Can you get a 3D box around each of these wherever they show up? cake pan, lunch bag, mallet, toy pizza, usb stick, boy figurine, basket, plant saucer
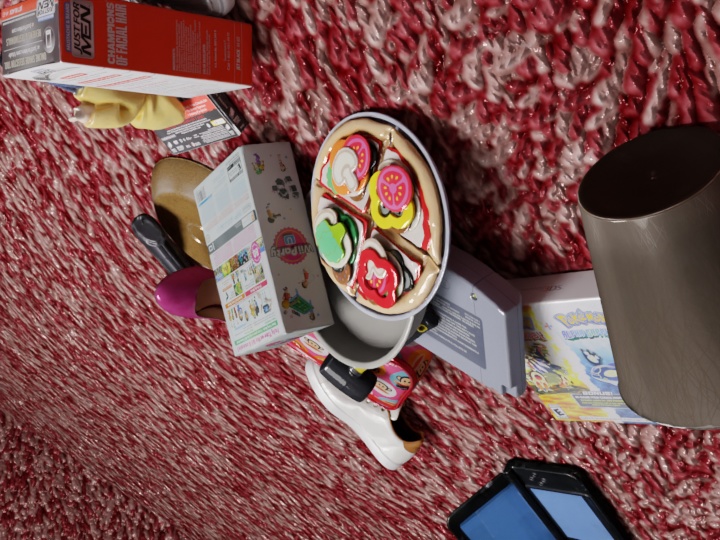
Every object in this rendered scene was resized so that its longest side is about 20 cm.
[{"bbox_3d":[0.000,0.000,0.978,0.199,0.036,0.203,15,110,47],"label":"cake pan"},{"bbox_3d":[-0.012,0.087,1.176,0.199,0.082,0.177,33,155,5],"label":"lunch bag"},{"bbox_3d":[0.031,0.096,1.036,0.066,0.041,0.199,43,141,-15],"label":"mallet"},{"bbox_3d":[0.008,-0.049,0.898,0.199,0.031,0.203,19,115,46],"label":"toy pizza"},{"bbox_3d":[-0.261,-0.024,1.264,0.055,0.033,0.200,37,168,13],"label":"usb stick"},{"bbox_3d":[-0.256,-0.201,0.942,0.064,0.126,0.199,1,168,34],"label":"boy figurine"},{"bbox_3d":[0.255,0.003,0.723,0.178,0.137,0.201,-11,124,32],"label":"basket"},{"bbox_3d":[-0.196,-0.057,1.200,0.198,0.036,0.201,26,149,17],"label":"plant saucer"}]

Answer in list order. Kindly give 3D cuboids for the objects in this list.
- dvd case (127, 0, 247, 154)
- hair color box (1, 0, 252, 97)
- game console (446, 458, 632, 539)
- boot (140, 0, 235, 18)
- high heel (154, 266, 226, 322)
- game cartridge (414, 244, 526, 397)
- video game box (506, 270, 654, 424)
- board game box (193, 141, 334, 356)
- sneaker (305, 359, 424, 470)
[{"bbox_3d":[-0.225,-0.217,1.016,0.145,0.022,0.200,-5,132,49],"label":"dvd case"},{"bbox_3d":[-0.208,-0.201,0.853,0.110,0.198,0.065,3,96,44],"label":"hair color box"},{"bbox_3d":[0.247,0.359,1.254,0.175,0.117,0.201,-4,133,49],"label":"game console"},{"bbox_3d":[-0.219,-0.264,0.864,0.198,0.096,0.074,26,150,16],"label":"boot"},{"bbox_3d":[-0.167,0.038,1.199,0.095,0.068,0.199,18,-170,34],"label":"high heel"},{"bbox_3d":[0.090,0.035,0.968,0.199,0.041,0.135,31,137,43],"label":"game cartridge"},{"bbox_3d":[0.235,0.080,0.938,0.199,0.047,0.183,-9,126,52],"label":"video game box"},{"bbox_3d":[-0.110,-0.020,1.029,0.147,0.064,0.203,-25,77,58],"label":"board game box"},{"bbox_3d":[0.012,0.181,1.314,0.200,0.073,0.085,46,119,-6],"label":"sneaker"}]
